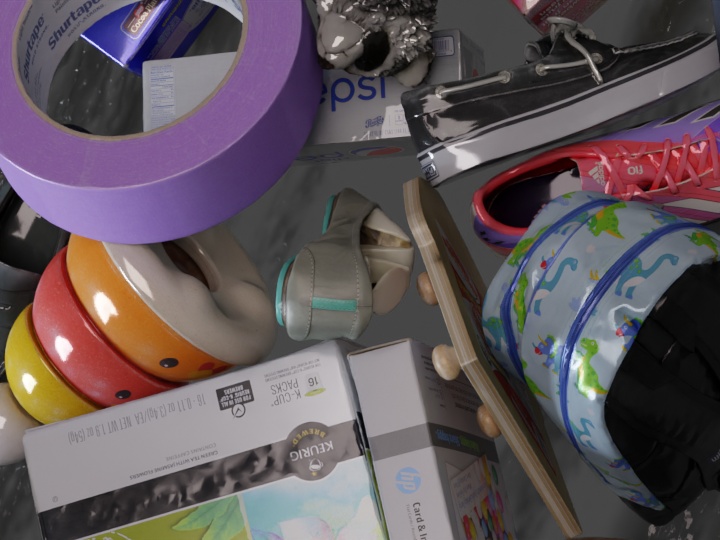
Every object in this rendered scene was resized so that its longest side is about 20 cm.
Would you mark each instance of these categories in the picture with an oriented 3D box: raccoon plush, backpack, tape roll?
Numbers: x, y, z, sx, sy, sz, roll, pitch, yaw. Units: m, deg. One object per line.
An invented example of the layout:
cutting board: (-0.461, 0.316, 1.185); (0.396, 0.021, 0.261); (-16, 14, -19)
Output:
raccoon plush: (0.049, -0.188, 1.597); (0.200, 0.134, 0.097); (-32, 59, -6)
backpack: (0.155, 0.039, 1.550); (0.154, 0.200, 0.163); (39, 94, 16)
tape roll: (-0.124, -0.117, 1.612); (0.199, 0.066, 0.201); (-6, 61, 10)

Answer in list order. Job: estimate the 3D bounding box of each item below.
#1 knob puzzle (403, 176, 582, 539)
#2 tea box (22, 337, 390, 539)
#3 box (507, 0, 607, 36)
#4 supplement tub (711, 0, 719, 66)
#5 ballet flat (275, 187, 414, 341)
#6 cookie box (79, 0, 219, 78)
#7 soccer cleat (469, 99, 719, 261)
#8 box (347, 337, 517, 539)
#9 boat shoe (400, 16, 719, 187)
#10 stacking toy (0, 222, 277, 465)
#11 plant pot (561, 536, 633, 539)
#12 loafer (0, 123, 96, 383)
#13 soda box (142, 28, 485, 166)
knob puzzle: (0.058, 0.033, 1.592); (0.030, 0.220, 0.220); (-25, 76, 8)
tea box: (-0.064, 0.164, 1.630); (0.199, 0.134, 0.197); (-18, 79, 13)
box: (0.147, -0.238, 1.647); (0.200, 0.095, 0.100); (-43, 73, 7)
supplement tub: (0.261, -0.157, 1.543); (0.140, 0.140, 0.201); (-7, 99, 15)
ballet flat: (0.000, 0.000, 1.611); (0.063, 0.200, 0.068); (3, 105, 9)
cookie box: (-0.160, -0.241, 1.743); (0.200, 0.075, 0.171); (37, 92, 16)
soccer cleat: (0.159, -0.054, 1.629); (0.199, 0.073, 0.068); (-17, 77, 12)
box: (0.052, 0.145, 1.589); (0.041, 0.156, 0.201); (-15, 78, 14)
boat shoe: (0.118, -0.111, 1.621); (0.199, 0.074, 0.068); (-21, 88, -9)
stacking toy: (-0.160, 0.048, 1.687); (0.200, 0.146, 0.146); (-42, 73, 20)
plant pot: (0.162, 0.273, 1.545); (0.186, 0.187, 0.201); (18, 103, 17)
loafer: (-0.216, 0.002, 1.728); (0.068, 0.070, 0.201); (27, 91, 16)
soda box: (-0.027, -0.099, 1.691); (0.199, 0.068, 0.064); (-5, 82, 15)
